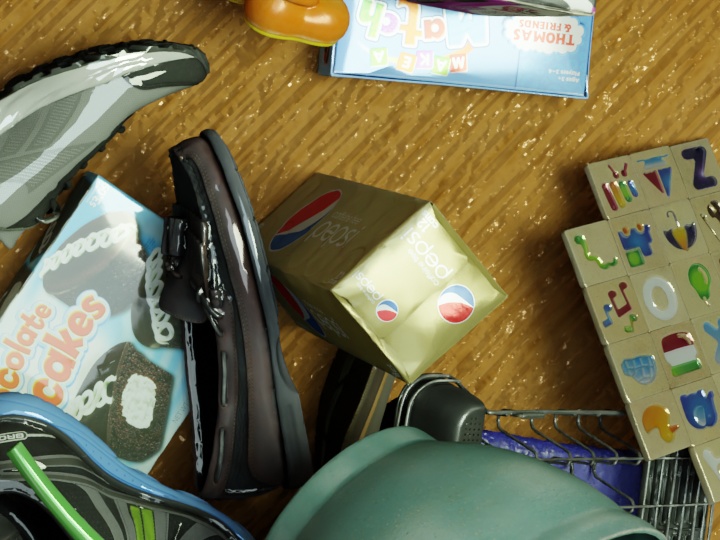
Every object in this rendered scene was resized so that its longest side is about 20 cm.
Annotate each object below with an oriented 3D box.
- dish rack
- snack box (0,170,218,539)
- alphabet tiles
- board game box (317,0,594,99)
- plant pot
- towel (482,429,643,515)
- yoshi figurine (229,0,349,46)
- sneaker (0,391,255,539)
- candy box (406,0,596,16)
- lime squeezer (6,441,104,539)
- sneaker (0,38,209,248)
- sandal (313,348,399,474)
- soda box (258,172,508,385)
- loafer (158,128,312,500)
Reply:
[{"bbox_3d":[0.107,0.138,1.213,0.200,0.055,0.153,3,98,-33],"label":"dish rack"},{"bbox_3d":[-0.153,0.061,1.186,0.116,0.037,0.200,35,87,-19],"label":"snack box"},{"bbox_3d":[0.196,0.025,1.247,0.166,0.006,0.200,-14,81,-38],"label":"alphabet tiles"},{"bbox_3d":[0.060,-0.200,1.218,0.151,0.037,0.200,4,94,-16],"label":"board game box"},{"bbox_3d":[0.034,0.160,1.069,0.200,0.134,0.200,-33,148,-24],"label":"plant pot"},{"bbox_3d":[0.078,0.190,1.268,0.148,0.050,0.200,11,93,-24],"label":"towel"},{"bbox_3d":[-0.008,-0.223,1.136,0.112,0.112,0.200,19,116,7],"label":"yoshi figurine"},{"bbox_3d":[-0.128,0.142,1.139,0.200,0.071,0.083,35,56,-19],"label":"sneaker"},{"bbox_3d":[0.085,-0.232,1.132,0.061,0.136,0.200,7,94,-18],"label":"candy box"},{"bbox_3d":[-0.090,0.149,1.095,0.200,0.038,0.071,24,73,-28],"label":"lime squeezer"},{"bbox_3d":[-0.168,-0.063,1.151,0.200,0.074,0.079,-27,101,-5],"label":"sneaker"},{"bbox_3d":[0.007,0.104,1.215,0.055,0.082,0.200,9,95,-16],"label":"sandal"},{"bbox_3d":[0.000,0.000,1.139,0.068,0.200,0.064,-42,105,-8],"label":"soda box"},{"bbox_3d":[-0.075,0.029,1.153,0.063,0.072,0.200,-17,107,-13],"label":"loafer"}]
